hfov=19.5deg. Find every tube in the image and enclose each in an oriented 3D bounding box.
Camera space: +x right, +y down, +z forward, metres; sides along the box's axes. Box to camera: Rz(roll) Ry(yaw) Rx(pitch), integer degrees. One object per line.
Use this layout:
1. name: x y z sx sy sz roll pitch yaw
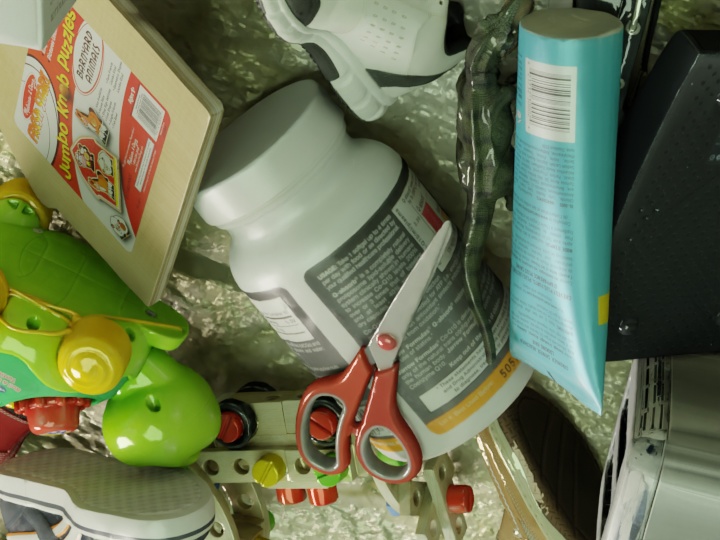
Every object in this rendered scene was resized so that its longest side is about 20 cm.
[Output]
1. tube: 0.102 -0.030 1.056 0.050 0.077 0.200 -11 117 -25

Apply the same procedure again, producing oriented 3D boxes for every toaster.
1. toaster: 0.200 0.117 1.131 0.129 0.200 0.114 13 114 3

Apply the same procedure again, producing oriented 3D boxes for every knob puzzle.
1. knob puzzle: -0.150 -0.103 1.130 0.220 0.030 0.220 33 140 34

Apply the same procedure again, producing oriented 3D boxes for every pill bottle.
1. pill bottle: 0.000 0.000 1.151 0.116 0.116 0.200 -29 112 27

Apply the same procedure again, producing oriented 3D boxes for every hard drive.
1. hard drive: 0.182 -0.040 1.093 0.135 0.042 0.200 -4 131 -28

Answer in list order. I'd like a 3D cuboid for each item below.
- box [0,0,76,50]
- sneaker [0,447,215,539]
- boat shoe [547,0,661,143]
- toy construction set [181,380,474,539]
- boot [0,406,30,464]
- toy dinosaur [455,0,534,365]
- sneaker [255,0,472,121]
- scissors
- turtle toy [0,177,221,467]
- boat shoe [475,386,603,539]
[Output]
1. box: -0.181 -0.240 0.987 0.131 0.199 0.200 9 123 8
2. sneaker: -0.144 0.155 1.224 0.200 0.078 0.079 6 107 56
3. boat shoe: 0.128 -0.088 1.091 0.060 0.076 0.200 8 124 14
4. toy construction set: -0.035 0.131 1.256 0.200 0.092 0.131 -7 104 10
5. boot: -0.283 0.051 1.277 0.200 0.072 0.144 32 123 -18
6. toy dinosaur: 0.072 -0.059 1.105 0.047 0.088 0.200 6 115 15
7. sneaker: -0.004 -0.145 1.051 0.080 0.074 0.200 -24 157 14
8. scissors: 0.005 0.042 1.094 0.073 0.014 0.200 18 134 12
9. turtle toy: -0.166 0.042 1.192 0.200 0.146 0.101 28 116 -6
10. boat shoe: 0.111 0.155 1.258 0.076 0.072 0.200 -16 118 34
